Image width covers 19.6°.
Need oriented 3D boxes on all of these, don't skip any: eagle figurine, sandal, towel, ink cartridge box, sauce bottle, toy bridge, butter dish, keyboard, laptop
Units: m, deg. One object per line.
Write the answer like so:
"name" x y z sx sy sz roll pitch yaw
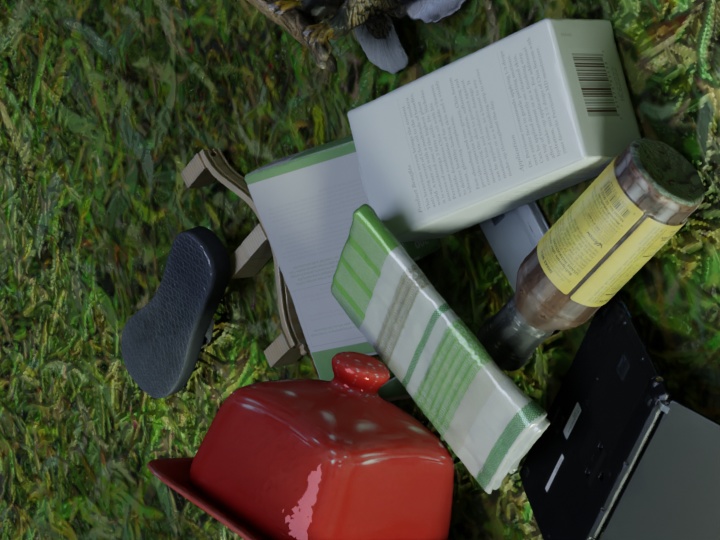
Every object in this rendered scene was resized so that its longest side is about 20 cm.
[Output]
"eagle figurine" 0.016 -0.241 1.509 0.152 0.151 0.200 39 96 -8
"sandal" -0.148 0.041 1.775 0.076 0.043 0.200 53 138 19
"towel" 0.055 0.055 1.481 0.200 0.031 0.149 52 158 13
"ink cartridge box" 0.000 0.000 1.599 0.145 0.048 0.200 -13 101 50
"sauce bottle" 0.148 -0.006 1.405 0.200 0.065 0.065 -48 61 36
"toy bridge" -0.084 -0.017 1.707 0.067 0.027 0.200 -46 62 41
"butter dish" -0.019 0.131 1.538 0.199 0.200 0.148 29 106 43
"keyboard" 0.101 -0.049 1.504 0.056 0.011 0.200 -49 59 46
"laptop" 0.205 0.142 1.410 0.200 0.103 0.177 -109 35 -53

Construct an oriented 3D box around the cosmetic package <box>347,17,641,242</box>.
"cosmetic package" 0.091 -0.094 1.447 0.200 0.071 0.102 -21 79 43
